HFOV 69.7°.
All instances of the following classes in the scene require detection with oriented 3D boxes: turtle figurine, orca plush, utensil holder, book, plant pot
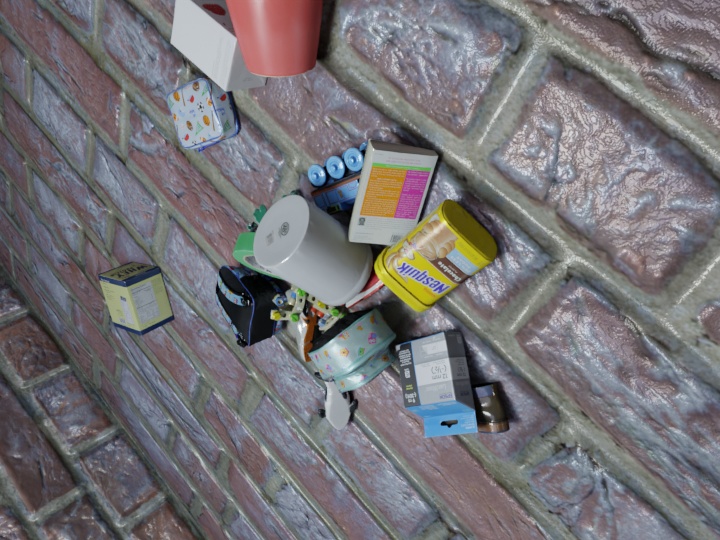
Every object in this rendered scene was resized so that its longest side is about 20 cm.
[{"bbox_3d":[-0.187,-0.120,1.211,0.101,0.149,0.200,48,174,0],"label":"turtle figurine"},{"bbox_3d":[-0.077,0.330,1.370,0.201,0.104,0.071,62,179,-34],"label":"orca plush"},{"bbox_3d":[-0.096,-0.041,1.073,0.168,0.199,0.172,-20,56,31],"label":"utensil holder"},{"bbox_3d":[0.060,-0.141,0.999,0.048,0.132,0.202,-107,26,-52],"label":"book"},{"bbox_3d":[-0.160,-0.481,0.987,0.199,0.200,0.179,25,135,29],"label":"plant pot"}]

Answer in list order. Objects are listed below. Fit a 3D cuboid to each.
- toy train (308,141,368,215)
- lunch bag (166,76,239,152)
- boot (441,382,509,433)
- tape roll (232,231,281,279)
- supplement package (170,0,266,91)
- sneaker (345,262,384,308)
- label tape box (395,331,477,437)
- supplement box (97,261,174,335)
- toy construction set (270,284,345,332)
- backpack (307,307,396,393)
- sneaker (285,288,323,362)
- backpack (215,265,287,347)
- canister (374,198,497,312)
[{"bbox_3d":[-0.022,-0.188,1.069,0.198,0.087,0.116,-13,106,40],"label":"toy train"},{"bbox_3d":[-0.397,-0.389,1.301,0.198,0.075,0.162,-3,111,40],"label":"lunch bag"},{"bbox_3d":[0.222,0.289,1.112,0.198,0.074,0.099,-10,88,40],"label":"boot"},{"bbox_3d":[-0.201,-0.028,1.231,0.198,0.200,0.049,2,68,40],"label":"tape roll"},{"bbox_3d":[-0.301,-0.504,1.129,0.200,0.121,0.120,42,132,16],"label":"supplement package"},{"bbox_3d":[0.000,0.000,1.145,0.199,0.078,0.116,-36,87,43],"label":"sneaker"},{"bbox_3d":[0.156,0.242,1.082,0.142,0.065,0.203,-23,66,44],"label":"label tape box"},{"bbox_3d":[-0.791,0.095,1.823,0.198,0.134,0.203,8,115,38],"label":"supplement box"},{"bbox_3d":[-0.110,0.094,1.235,0.092,0.199,0.132,31,88,51],"label":"toy construction set"},{"bbox_3d":[-0.011,0.172,1.140,0.154,0.175,0.200,54,157,10],"label":"backpack"},{"bbox_3d":[-0.151,0.137,1.352,0.091,0.075,0.203,12,110,44],"label":"sneaker"},{"bbox_3d":[-0.308,0.078,1.404,0.200,0.133,0.185,41,131,35],"label":"backpack"},{"bbox_3d":[0.141,-0.025,0.988,0.148,0.087,0.200,40,132,-10],"label":"canister"}]
